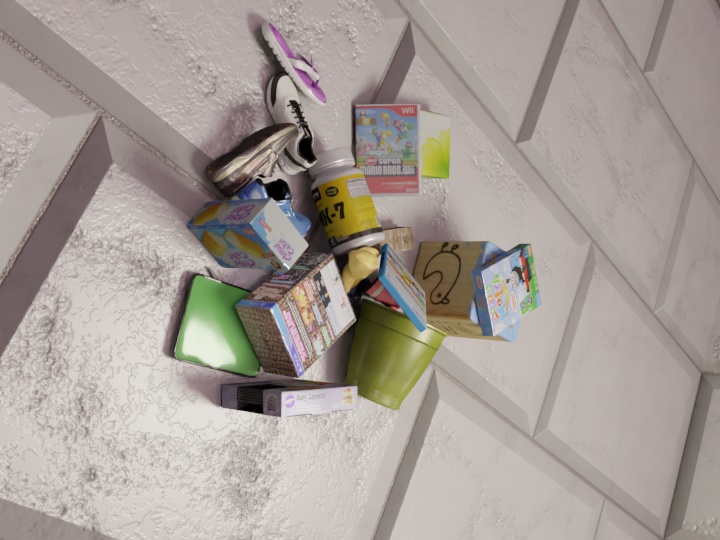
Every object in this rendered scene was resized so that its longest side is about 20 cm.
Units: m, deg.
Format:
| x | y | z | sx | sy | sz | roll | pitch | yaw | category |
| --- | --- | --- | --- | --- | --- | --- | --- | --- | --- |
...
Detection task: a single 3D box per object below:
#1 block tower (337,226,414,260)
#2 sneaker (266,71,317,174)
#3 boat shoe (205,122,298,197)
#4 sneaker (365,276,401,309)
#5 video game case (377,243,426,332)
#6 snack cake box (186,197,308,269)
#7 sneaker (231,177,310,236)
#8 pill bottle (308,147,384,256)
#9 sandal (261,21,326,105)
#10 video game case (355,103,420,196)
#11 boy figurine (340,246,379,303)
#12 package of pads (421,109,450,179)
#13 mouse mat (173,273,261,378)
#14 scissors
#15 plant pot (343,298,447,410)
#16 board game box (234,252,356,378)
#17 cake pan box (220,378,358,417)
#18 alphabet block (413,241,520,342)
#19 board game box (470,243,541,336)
| x | y | z | sx | sy | sz | roll | pitch | yaw | category |
| --- | --- | --- | --- | --- | --- | --- | --- | --- | --- |
| 0.039 | -0.062 | 1.705 | 0.200 | 0.058 | 0.054 | -13 | 100 | -45 | block tower |
| -0.128 | -0.293 | 1.522 | 0.074 | 0.080 | 0.201 | -20 | 103 | -40 | sneaker |
| -0.196 | -0.208 | 1.451 | 0.200 | 0.074 | 0.073 | -36 | 122 | -18 | boat shoe |
| 0.065 | 0.056 | 1.661 | 0.087 | 0.200 | 0.074 | 41 | 94 | 6 | sneaker |
| 0.087 | 0.031 | 1.578 | 0.143 | 0.018 | 0.200 | 51 | 15 | -13 | video game case |
| -0.202 | -0.063 | 1.366 | 0.067 | 0.200 | 0.115 | -54 | 125 | -28 | snack cake box |
| -0.151 | -0.119 | 1.467 | 0.089 | 0.079 | 0.200 | -46 | 149 | 12 | sneaker |
| -0.034 | -0.140 | 1.568 | 0.114 | 0.114 | 0.201 | -15 | 84 | -43 | pill bottle |
| -0.119 | -0.409 | 1.524 | 0.203 | 0.050 | 0.083 | 48 | 23 | -33 | sandal |
| 0.060 | -0.262 | 1.683 | 0.017 | 0.142 | 0.201 | -45 | 135 | -88 | video game case |
| 0.000 | 0.000 | 1.574 | 0.064 | 0.200 | 0.124 | 41 | 70 | 6 | boy figurine |
| 0.125 | -0.295 | 1.778 | 0.200 | 0.068 | 0.155 | 1 | 92 | -45 | package of pads |
| -0.250 | 0.106 | 1.440 | 0.200 | 0.008 | 0.161 | 23 | 74 | -44 | mouse mat |
| -0.238 | 0.082 | 1.463 | 0.200 | 0.014 | 0.073 | 50 | 60 | -35 | scissors |
| 0.058 | 0.187 | 1.652 | 0.200 | 0.200 | 0.193 | 27 | 84 | -41 | plant pot |
| -0.121 | 0.082 | 1.501 | 0.200 | 0.097 | 0.160 | -43 | 124 | -41 | board game box |
| -0.136 | 0.238 | 1.450 | 0.200 | 0.184 | 0.053 | 3 | 84 | -44 | cake pan box |
| 0.254 | 0.049 | 1.819 | 0.196 | 0.200 | 0.196 | 29 | 70 | -41 | alphabet block |
| 0.328 | 0.041 | 1.727 | 0.200 | 0.037 | 0.152 | -25 | 108 | -41 | board game box |
